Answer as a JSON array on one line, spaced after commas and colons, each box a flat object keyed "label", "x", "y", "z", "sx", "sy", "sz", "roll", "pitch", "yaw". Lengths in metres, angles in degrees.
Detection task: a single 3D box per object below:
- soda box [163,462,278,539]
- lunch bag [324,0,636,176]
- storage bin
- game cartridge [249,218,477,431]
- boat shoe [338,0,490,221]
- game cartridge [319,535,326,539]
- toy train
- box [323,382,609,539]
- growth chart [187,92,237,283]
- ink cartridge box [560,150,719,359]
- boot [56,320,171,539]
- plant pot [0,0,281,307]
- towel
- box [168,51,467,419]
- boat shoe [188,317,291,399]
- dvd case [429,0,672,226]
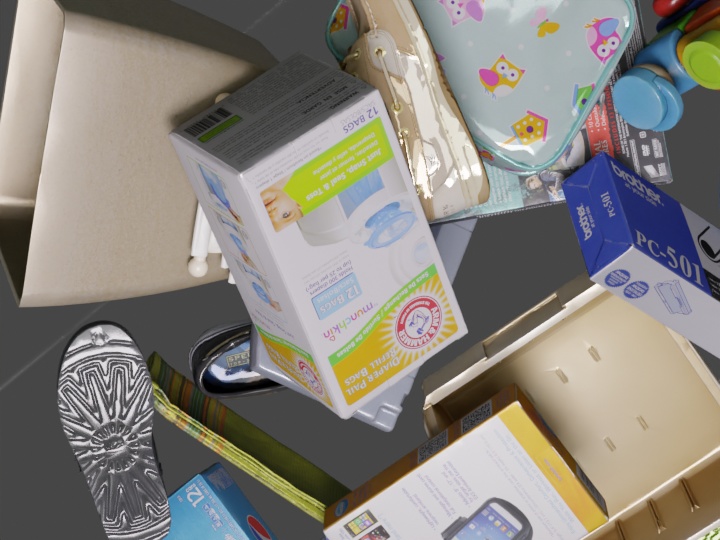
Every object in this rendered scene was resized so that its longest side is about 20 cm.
[{"label": "soda box", "x": -0.081, "y": 0.249, "z": 1.560, "sx": 0.068, "sy": 0.064, "sz": 0.200, "roll": -38, "pitch": 86, "yaw": 10}, {"label": "lunch bag", "x": 0.090, "y": -0.170, "z": 1.432, "sx": 0.199, "sy": 0.077, "sz": 0.161, "roll": 31, "pitch": 88, "yaw": 3}, {"label": "storage bin", "x": 0.178, "y": 0.123, "z": 1.545, "sx": 0.199, "sy": 0.094, "sz": 0.199, "roll": -34, "pitch": 106, "yaw": 9}, {"label": "game cartridge", "x": 0.000, "y": 0.000, "z": 1.488, "sx": 0.133, "sy": 0.042, "sz": 0.201, "roll": 24, "pitch": 77, "yaw": -7}, {"label": "boat shoe", "x": 0.018, "y": -0.126, "z": 1.357, "sx": 0.069, "sy": 0.074, "sz": 0.201, "roll": -25, "pitch": 86, "yaw": -4}, {"label": "game cartridge", "x": 0.026, "y": 0.252, "z": 1.611, "sx": 0.200, "sy": 0.041, "sz": 0.133, "roll": -38, "pitch": 102, "yaw": 10}, {"label": "toy train", "x": 0.261, "y": -0.167, "z": 1.385, "sx": 0.085, "sy": 0.116, "sz": 0.200, "roll": 51, "pitch": 143, "yaw": -8}, {"label": "box", "x": 0.067, "y": 0.185, "z": 1.495, "sx": 0.199, "sy": 0.042, "sz": 0.119, "roll": -34, "pitch": 106, "yaw": 15}, {"label": "growth chart", "x": -0.029, "y": -0.047, "z": 1.396, "sx": 0.199, "sy": 0.018, "sz": 0.146, "roll": 9, "pitch": 104, "yaw": -36}, {"label": "ink cartridge box", "x": 0.231, "y": 0.000, "z": 1.465, "sx": 0.199, "sy": 0.094, "sz": 0.044, "roll": 29, "pitch": 125, "yaw": -36}, {"label": "boot", "x": -0.184, "y": 0.094, "z": 1.466, "sx": 0.065, "sy": 0.200, "sz": 0.166, "roll": -9, "pitch": 105, "yaw": -8}, {"label": "plant pot", "x": -0.150, "y": -0.092, "z": 1.422, "sx": 0.176, "sy": 0.200, "sz": 0.201, "roll": 6, "pitch": 108, "yaw": -20}, {"label": "towel", "x": -0.081, "y": 0.131, "z": 1.541, "sx": 0.200, "sy": 0.086, "sz": 0.018, "roll": 36, "pitch": 104, "yaw": -13}, {"label": "box", "x": -0.025, "y": -0.023, "z": 1.335, "sx": 0.112, "sy": 0.101, "sz": 0.201, "roll": -33, "pitch": 123, "yaw": -18}, {"label": "boat shoe", "x": -0.033, "y": 0.053, "z": 1.528, "sx": 0.199, "sy": 0.066, "sz": 0.070, "roll": -12, "pitch": 108, "yaw": 2}, {"label": "dvd case", "x": 0.115, "y": -0.116, "z": 1.478, "sx": 0.199, "sy": 0.022, "sz": 0.147, "roll": -11, "pitch": 86, "yaw": -1}]
